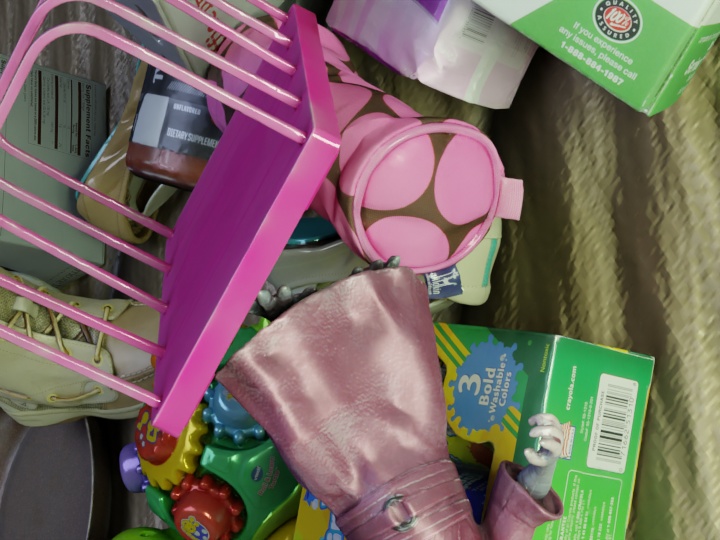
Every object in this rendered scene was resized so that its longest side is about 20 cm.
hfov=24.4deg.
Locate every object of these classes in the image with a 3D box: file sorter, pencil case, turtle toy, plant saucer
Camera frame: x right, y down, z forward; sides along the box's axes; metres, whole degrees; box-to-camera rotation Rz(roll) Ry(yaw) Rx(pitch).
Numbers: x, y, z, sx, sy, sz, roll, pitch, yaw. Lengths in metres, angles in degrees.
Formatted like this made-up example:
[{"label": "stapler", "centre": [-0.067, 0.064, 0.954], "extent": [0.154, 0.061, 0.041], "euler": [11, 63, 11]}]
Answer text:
[{"label": "file sorter", "centre": [-0.099, -0.055, 0.718], "extent": [0.140, 0.124, 0.200], "euler": [-59, 15, 17]}, {"label": "pencil case", "centre": [-0.004, -0.067, 0.840], "extent": [0.200, 0.093, 0.092], "euler": [44, 138, 53]}, {"label": "turtle toy", "centre": [-0.085, 0.118, 0.943], "extent": [0.145, 0.100, 0.202], "euler": [24, 98, 53]}, {"label": "plant saucer", "centre": [-0.227, 0.172, 1.169], "extent": [0.199, 0.032, 0.203], "euler": [-20, 64, 47]}]

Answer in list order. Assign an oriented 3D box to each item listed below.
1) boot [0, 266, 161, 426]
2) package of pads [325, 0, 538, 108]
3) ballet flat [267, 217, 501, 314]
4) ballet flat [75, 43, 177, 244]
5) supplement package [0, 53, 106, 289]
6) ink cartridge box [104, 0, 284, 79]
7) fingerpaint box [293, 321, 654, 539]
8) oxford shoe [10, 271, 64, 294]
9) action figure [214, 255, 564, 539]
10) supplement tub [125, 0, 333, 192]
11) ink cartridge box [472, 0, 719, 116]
[{"label": "boot", "centre": [-0.202, 0.031, 1.058], "extent": [0.198, 0.155, 0.073], "euler": [-13, 52, 35]}, {"label": "package of pads", "centre": [0.066, -0.194, 0.866], "extent": [0.120, 0.075, 0.202], "euler": [41, 111, 54]}, {"label": "ballet flat", "centre": [0.000, 0.000, 0.908], "extent": [0.199, 0.069, 0.070], "euler": [-5, 75, 51]}, {"label": "ballet flat", "centre": [-0.125, -0.107, 1.114], "extent": [0.063, 0.068, 0.201], "euler": [37, 114, 21]}, {"label": "supplement package", "centre": [-0.319, -0.063, 1.224], "extent": [0.190, 0.198, 0.149], "euler": [-25, 60, 46]}, {"label": "ink cartridge box", "centre": [-0.061, -0.213, 0.880], "extent": [0.084, 0.145, 0.200], "euler": [38, 81, 14]}, {"label": "fingerpaint box", "centre": [0.042, 0.128, 0.797], "extent": [0.166, 0.073, 0.203], "euler": [5, 82, 52]}, {"label": "oxford shoe", "centre": [-0.268, 0.055, 1.221], "extent": [0.200, 0.075, 0.058], "euler": [-32, 32, 51]}, {"label": "action figure", "centre": [0.010, 0.101, 0.704], "extent": [0.202, 0.133, 0.149], "euler": [65, 164, 8]}, {"label": "supplement tub", "centre": [-0.070, -0.143, 1.003], "extent": [0.107, 0.106, 0.202], "euler": [14, 91, 53]}, {"label": "ink cartridge box", "centre": [0.127, -0.194, 0.730], "extent": [0.146, 0.083, 0.201], "euler": [36, 111, 13]}]
